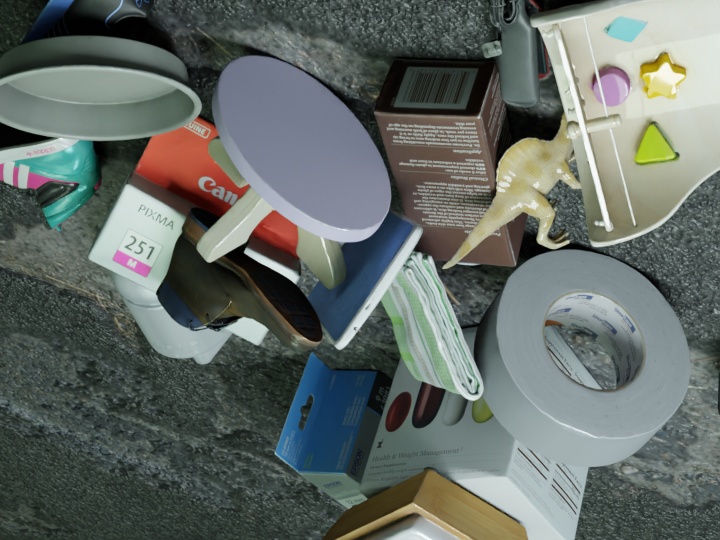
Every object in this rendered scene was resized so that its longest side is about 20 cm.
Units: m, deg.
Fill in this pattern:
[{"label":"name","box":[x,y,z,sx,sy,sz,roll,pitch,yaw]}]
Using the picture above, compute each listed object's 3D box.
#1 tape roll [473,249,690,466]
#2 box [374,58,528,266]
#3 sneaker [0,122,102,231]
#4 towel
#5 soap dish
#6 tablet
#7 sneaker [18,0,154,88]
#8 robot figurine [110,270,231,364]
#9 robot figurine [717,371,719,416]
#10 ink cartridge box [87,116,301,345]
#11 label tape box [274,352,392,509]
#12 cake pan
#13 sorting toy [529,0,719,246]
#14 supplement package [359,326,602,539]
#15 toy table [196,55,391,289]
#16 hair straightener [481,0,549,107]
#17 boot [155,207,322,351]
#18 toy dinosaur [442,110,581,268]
[{"label":"tape roll","box":[0.210,0.081,1.300,0.198,0.202,0.066,22,145,-4]},{"label":"box","box":[0.087,-0.095,1.236,0.099,0.075,0.201,5,141,20]},{"label":"sneaker","box":[-0.352,-0.098,1.445,0.198,0.084,0.121,-4,130,28]},{"label":"towel","box":[0.056,0.054,1.352,0.151,0.030,0.200,68,167,-5]},{"label":"soap dish","box":[0.066,0.286,1.402,0.157,0.082,0.200,32,144,-17]},{"label":"tablet","box":[0.000,0.000,1.277,0.014,0.131,0.200,34,-178,-14]},{"label":"sneaker","box":[-0.259,-0.212,1.250,0.078,0.071,0.200,36,142,-15]},{"label":"robot figurine","box":[-0.203,0.017,1.493,0.168,0.113,0.201,17,148,31]},{"label":"robot figurine","box":[0.438,0.141,1.333,0.124,0.151,0.201,-23,141,-8]},{"label":"ink cartridge box","box":[-0.146,-0.044,1.368,0.199,0.044,0.174,28,112,-12]},{"label":"label tape box","box":[0.007,0.203,1.615,0.066,0.144,0.200,-20,129,43]},{"label":"cake pan","box":[-0.244,-0.165,1.246,0.198,0.037,0.200,-2,168,-1]},{"label":"sorting toy","box":[0.244,-0.145,1.073,0.178,0.107,0.202,-12,119,15]},{"label":"supplement package","box":[0.134,0.181,1.474,0.190,0.201,0.147,-12,135,36]},{"label":"toy table","box":[-0.066,-0.085,1.250,0.201,0.182,0.117,59,147,20]},{"label":"hair straightener","box":[0.122,-0.201,1.069,0.040,0.077,0.201,11,144,15]},{"label":"boot","box":[-0.117,0.036,1.295,0.074,0.097,0.200,11,-153,-52]},{"label":"toy dinosaur","box":[0.148,-0.068,1.202,0.101,0.200,0.058,40,-177,-38]}]
